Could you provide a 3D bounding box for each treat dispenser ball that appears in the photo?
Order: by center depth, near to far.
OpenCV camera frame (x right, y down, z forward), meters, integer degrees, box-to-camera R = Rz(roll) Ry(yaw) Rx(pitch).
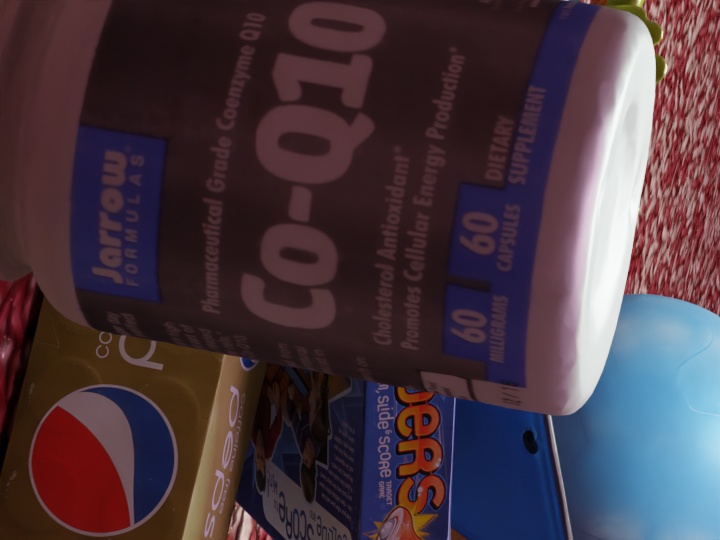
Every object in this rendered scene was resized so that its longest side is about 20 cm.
[{"bbox_3d":[0.183,0.116,1.956,0.201,0.201,0.201,11,90,-78],"label":"treat dispenser ball"}]

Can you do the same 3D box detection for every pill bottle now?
[{"bbox_3d":[-0.026,-0.031,0.833,0.114,0.200,0.114,10,90,-79],"label":"pill bottle"}]

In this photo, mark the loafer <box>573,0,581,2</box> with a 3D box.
[{"bbox_3d":[0.061,-0.117,1.244,0.068,0.070,0.201,-60,157,-56],"label":"loafer"}]

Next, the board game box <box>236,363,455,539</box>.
[{"bbox_3d":[-0.015,0.033,1.078,0.200,0.034,0.136,-145,-124,-68],"label":"board game box"}]

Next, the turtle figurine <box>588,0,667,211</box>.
[{"bbox_3d":[0.090,-0.075,1.097,0.161,0.064,0.200,-49,162,-77],"label":"turtle figurine"}]

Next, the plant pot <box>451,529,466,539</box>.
[{"bbox_3d":[0.071,0.262,1.667,0.200,0.186,0.186,-63,165,-9],"label":"plant pot"}]

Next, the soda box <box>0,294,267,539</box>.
[{"bbox_3d":[-0.071,0.034,0.998,0.064,0.068,0.200,49,53,-75],"label":"soda box"}]

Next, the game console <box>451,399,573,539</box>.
[{"bbox_3d":[0.057,-0.001,1.150,0.171,0.118,0.200,-40,127,-48],"label":"game console"}]
